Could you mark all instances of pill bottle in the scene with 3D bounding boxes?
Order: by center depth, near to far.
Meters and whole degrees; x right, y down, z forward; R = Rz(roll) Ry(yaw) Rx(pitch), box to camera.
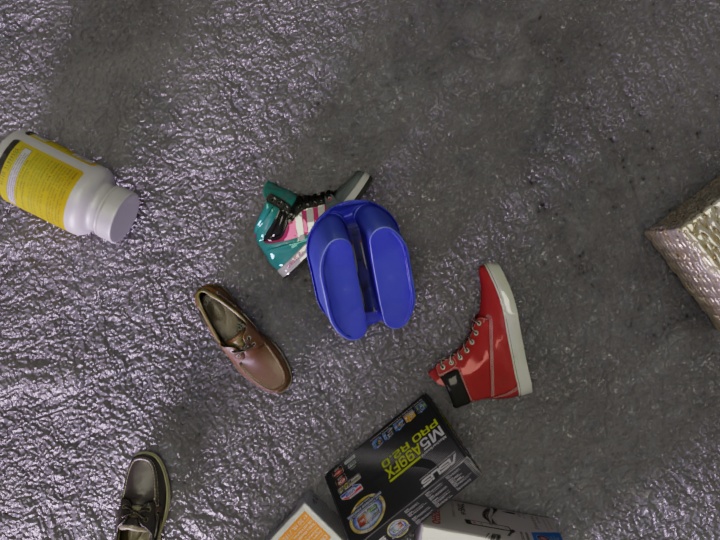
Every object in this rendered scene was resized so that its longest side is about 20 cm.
[{"bbox_3d":[-0.438,-0.121,1.162,0.199,0.111,0.112,26,91,5],"label":"pill bottle"}]

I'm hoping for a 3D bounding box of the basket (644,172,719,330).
[{"bbox_3d":[0.524,-0.026,1.053,0.160,0.198,0.201,-37,87,6],"label":"basket"}]

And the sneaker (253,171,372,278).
[{"bbox_3d":[-0.086,-0.100,1.155,0.121,0.084,0.200,44,93,-6],"label":"sneaker"}]

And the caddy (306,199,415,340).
[{"bbox_3d":[0.000,0.000,1.116,0.140,0.105,0.201,-14,116,-7],"label":"caddy"}]

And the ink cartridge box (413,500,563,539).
[{"bbox_3d":[0.175,0.390,1.090,0.198,0.146,0.085,10,91,4],"label":"ink cartridge box"}]

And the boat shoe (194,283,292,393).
[{"bbox_3d":[-0.181,0.107,1.160,0.072,0.068,0.200,-43,87,0],"label":"boat shoe"}]

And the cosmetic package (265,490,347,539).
[{"bbox_3d":[-0.040,0.436,1.142,0.200,0.071,0.102,43,91,3],"label":"cosmetic package"}]

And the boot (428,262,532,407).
[{"bbox_3d":[0.161,0.096,1.138,0.143,0.072,0.202,-11,91,5],"label":"boot"}]

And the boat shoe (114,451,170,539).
[{"bbox_3d":[-0.330,0.377,1.166,0.073,0.065,0.202,0,88,6],"label":"boat shoe"}]

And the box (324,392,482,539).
[{"bbox_3d":[0.054,0.287,1.096,0.200,0.160,0.044,-39,118,3],"label":"box"}]
